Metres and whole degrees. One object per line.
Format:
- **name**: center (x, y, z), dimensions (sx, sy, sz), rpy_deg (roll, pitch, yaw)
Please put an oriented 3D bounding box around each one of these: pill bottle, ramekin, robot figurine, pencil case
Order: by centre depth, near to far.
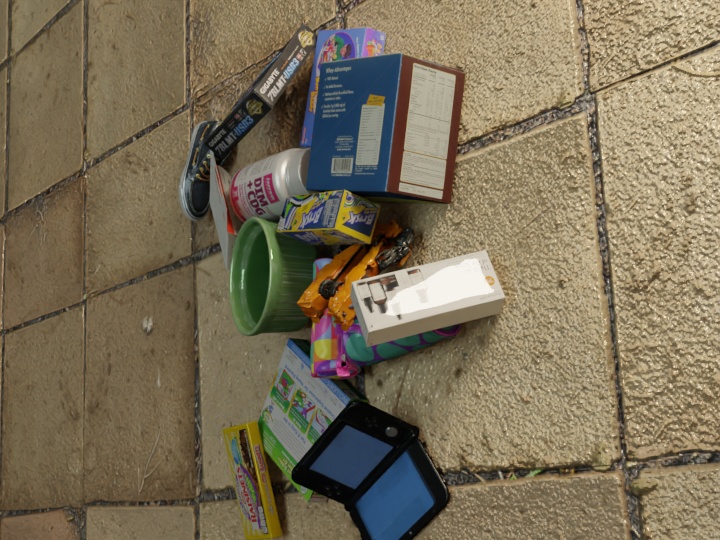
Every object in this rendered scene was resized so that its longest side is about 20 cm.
- **pencil case**: center (0.056, 0.082, 1.533), dimensions (0.199, 0.092, 0.086), rpy_deg (-26, 47, 46)
- **robot figurine**: center (0.000, 0.000, 1.578), dimensions (0.144, 0.058, 0.200), rpy_deg (12, 52, 48)
- **pencil case**: center (-0.038, 0.078, 1.645), dimensions (0.088, 0.088, 0.202), rpy_deg (-21, 65, 46)
- **ramekin**: center (-0.146, 0.013, 1.756), dimensions (0.200, 0.097, 0.202), rpy_deg (-15, 73, 62)
- **pill bottle**: center (-0.129, -0.145, 1.773), dimensions (0.199, 0.113, 0.114), rpy_deg (-13, 74, 48)

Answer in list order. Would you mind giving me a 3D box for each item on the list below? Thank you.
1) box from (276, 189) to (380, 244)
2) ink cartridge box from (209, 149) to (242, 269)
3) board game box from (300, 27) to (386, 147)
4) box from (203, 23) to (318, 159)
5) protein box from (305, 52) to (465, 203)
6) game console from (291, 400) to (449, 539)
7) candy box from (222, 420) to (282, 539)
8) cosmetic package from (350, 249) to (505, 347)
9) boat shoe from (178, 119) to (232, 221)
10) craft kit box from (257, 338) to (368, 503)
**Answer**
- **box**: center (-0.053, -0.080, 1.607), dimensions (0.200, 0.070, 0.065), rpy_deg (3, 74, 60)
- **ink cartridge box**: center (-0.240, -0.119, 1.886), dimensions (0.200, 0.057, 0.164), rpy_deg (110, 148, -56)
- **board game box**: center (-0.031, -0.302, 1.735), dimensions (0.134, 0.045, 0.202), rpy_deg (13, 94, 50)
- **box**: center (-0.170, -0.311, 1.798), dimensions (0.200, 0.050, 0.199), rpy_deg (-34, 22, 51)
- **protein box**: center (0.036, -0.211, 1.571), dimensions (0.198, 0.134, 0.202), rpy_deg (7, 89, 50)
- **game console**: center (0.010, 0.321, 1.542), dimensions (0.200, 0.175, 0.117), rpy_deg (-52, 20, 31)
- **candy box**: center (-0.191, 0.369, 1.802), dimensions (0.102, 0.026, 0.202), rpy_deg (-24, 77, 56)
- **cosmetic package**: center (0.092, 0.037, 1.422), dimensions (0.051, 0.198, 0.083), rpy_deg (98, 155, -61)
- **boat shoe**: center (-0.301, -0.198, 2.019), dimensions (0.091, 0.070, 0.202), rpy_deg (1, 83, 54)
- **craft kit box**: center (-0.089, 0.248, 1.721), dimensions (0.200, 0.048, 0.199), rpy_deg (40, 112, 45)
